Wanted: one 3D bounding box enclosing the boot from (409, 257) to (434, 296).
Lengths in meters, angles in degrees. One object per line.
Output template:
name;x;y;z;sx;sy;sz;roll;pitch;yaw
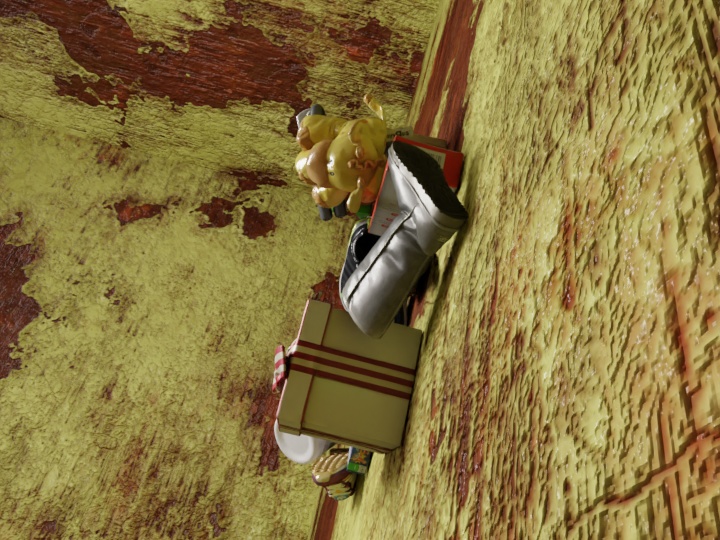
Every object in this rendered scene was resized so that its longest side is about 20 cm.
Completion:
boot;0.073;0.009;0.868;0.200;0.073;0.076;-37;-55;-82

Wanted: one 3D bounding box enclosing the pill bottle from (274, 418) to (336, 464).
pill bottle;-0.074;0.308;1.220;0.200;0.114;0.114;-22;-47;-52

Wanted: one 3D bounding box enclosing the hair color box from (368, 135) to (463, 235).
hair color box;0.077;-0.110;0.870;0.200;0.101;0.061;109;176;-67

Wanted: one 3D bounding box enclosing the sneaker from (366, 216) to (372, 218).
sneaker;0.054;-0.056;1.279;0.200;0.073;0.112;-7;-72;-70

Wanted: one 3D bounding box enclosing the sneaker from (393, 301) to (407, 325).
sneaker;0.041;0.024;1.012;0.112;0.073;0.200;-22;54;65

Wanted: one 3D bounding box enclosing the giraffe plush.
giraffe plush;-0.019;-0.166;0.895;0.173;0.200;0.162;60;-160;-18

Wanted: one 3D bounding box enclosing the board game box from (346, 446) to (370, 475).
board game box;0.012;0.266;1.091;0.200;0.034;0.136;-78;3;-75

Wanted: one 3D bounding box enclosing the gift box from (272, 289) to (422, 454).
gift box;-0.028;0.144;0.831;0.185;0.186;0.200;108;175;-63

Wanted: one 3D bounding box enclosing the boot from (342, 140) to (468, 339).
boot;0.039;-0.041;0.742;0.200;0.072;0.182;-60;33;37

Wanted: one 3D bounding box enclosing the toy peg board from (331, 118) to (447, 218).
toy peg board;0.037;-0.167;1.083;0.199;0.200;0.098;108;172;-69

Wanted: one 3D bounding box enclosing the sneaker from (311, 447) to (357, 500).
sneaker;-0.040;0.393;1.098;0.200;0.075;0.090;25;-121;-76

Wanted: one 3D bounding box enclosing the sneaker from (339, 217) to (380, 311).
sneaker;0.000;0.000;1.061;0.083;0.072;0.200;-100;13;-72

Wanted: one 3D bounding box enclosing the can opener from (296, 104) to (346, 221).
can opener;-0.069;-0.184;1.014;0.066;0.053;0.200;-76;-25;-72
